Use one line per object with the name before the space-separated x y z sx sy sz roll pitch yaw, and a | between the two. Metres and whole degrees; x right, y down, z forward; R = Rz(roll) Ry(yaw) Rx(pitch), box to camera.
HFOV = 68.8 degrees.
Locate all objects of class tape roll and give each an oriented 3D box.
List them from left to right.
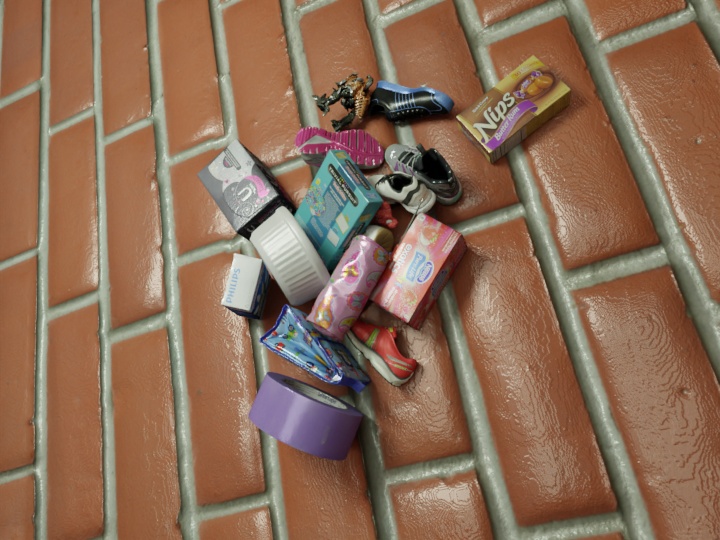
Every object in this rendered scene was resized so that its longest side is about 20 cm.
tape roll | -0.100 0.267 0.976 0.198 0.200 0.086 21 83 23

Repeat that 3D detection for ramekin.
ramekin | -0.143 -0.021 1.064 0.094 0.203 0.203 -33 66 -10

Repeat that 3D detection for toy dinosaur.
toy dinosaur | -0.026 -0.385 1.171 0.135 0.200 0.103 -33 105 11

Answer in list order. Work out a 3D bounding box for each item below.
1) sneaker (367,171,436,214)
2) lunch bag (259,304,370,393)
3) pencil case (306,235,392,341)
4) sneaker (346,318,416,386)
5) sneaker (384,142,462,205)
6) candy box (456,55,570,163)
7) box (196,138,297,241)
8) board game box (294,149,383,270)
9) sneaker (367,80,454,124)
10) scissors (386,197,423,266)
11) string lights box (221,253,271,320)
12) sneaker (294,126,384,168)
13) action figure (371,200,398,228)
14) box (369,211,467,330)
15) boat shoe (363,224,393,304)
sneaker | 0.068 -0.176 1.081 0.199 0.080 0.074 21 74 50
lunch bag | -0.073 0.172 1.019 0.199 0.151 0.094 37 89 24
pencil case | -0.021 0.031 0.993 0.087 0.087 0.201 24 79 24
sneaker | 0.032 0.134 1.041 0.085 0.077 0.200 -43 79 -5
sneaker | 0.120 -0.224 1.070 0.199 0.140 0.078 35 87 23
candy box | 0.311 -0.329 1.080 0.199 0.056 0.117 -37 67 5
box | -0.257 -0.177 1.204 0.132 0.115 0.200 -40 66 5
board game box | -0.053 -0.123 1.098 0.152 0.047 0.200 55 131 23
sneaker | 0.107 -0.358 1.157 0.199 0.070 0.079 21 85 30
scissors | 0.081 -0.054 1.052 0.014 0.073 0.201 30 101 15
string lights box | -0.231 0.039 1.083 0.058 0.200 0.104 13 79 -2
sneaker | -0.045 -0.265 1.176 0.198 0.088 0.082 11 75 -1
action figure | 0.006 -0.140 1.113 0.052 0.066 0.199 -34 50 -29
box | 0.115 0.003 1.032 0.099 0.095 0.201 31 86 23
boat shoe | 0.000 0.000 1.095 0.069 0.070 0.201 31 95 50
